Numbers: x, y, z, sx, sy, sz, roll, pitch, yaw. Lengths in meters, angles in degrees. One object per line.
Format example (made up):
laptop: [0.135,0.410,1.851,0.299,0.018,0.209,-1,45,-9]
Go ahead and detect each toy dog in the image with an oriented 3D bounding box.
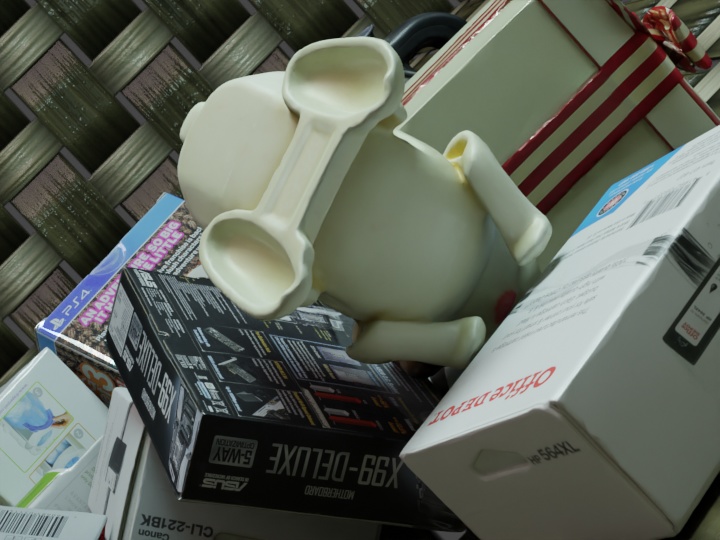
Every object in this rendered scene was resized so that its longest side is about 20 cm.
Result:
toy dog: [0.009,-0.013,1.016,0.193,0.199,0.141,10,75,49]

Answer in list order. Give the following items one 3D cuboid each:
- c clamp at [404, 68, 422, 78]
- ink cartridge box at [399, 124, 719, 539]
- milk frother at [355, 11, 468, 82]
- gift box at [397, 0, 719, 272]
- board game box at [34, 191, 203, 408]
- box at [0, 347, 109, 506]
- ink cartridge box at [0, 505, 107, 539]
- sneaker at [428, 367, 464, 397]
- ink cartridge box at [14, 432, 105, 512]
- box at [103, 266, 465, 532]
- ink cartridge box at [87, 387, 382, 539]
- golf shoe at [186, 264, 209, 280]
c clamp: [0.094,-0.102,1.433,0.200,0.169,0.027,-126,42,-56]
ink cartridge box: [0.128,0.032,0.913,0.200,0.084,0.146,-50,10,-27]
milk frother: [0.030,-0.093,1.602,0.181,0.188,0.200,-48,9,-29]
gift box: [0.115,-0.103,1.258,0.187,0.200,0.185,-43,14,0]
board game box: [-0.100,0.061,1.405,0.160,0.199,0.097,-49,-27,-35]
box: [-0.195,0.171,1.380,0.101,0.200,0.112,-49,8,-33]
ink cartridge box: [-0.189,0.249,1.026,0.176,0.083,0.202,-77,-9,-73]
sneaker: [0.050,0.066,1.154,0.088,0.074,0.200,-42,8,-1]
ink cartridge box: [-0.145,0.179,1.286,0.200,0.148,0.076,-46,8,-18]
box: [-0.040,0.065,1.064,0.200,0.156,0.050,-131,54,-62]
ink cartridge box: [-0.075,0.127,1.160,0.200,0.143,0.085,-172,94,-78]
golf shoe: [-0.087,0.025,1.269,0.078,0.094,0.200,-65,29,4]
